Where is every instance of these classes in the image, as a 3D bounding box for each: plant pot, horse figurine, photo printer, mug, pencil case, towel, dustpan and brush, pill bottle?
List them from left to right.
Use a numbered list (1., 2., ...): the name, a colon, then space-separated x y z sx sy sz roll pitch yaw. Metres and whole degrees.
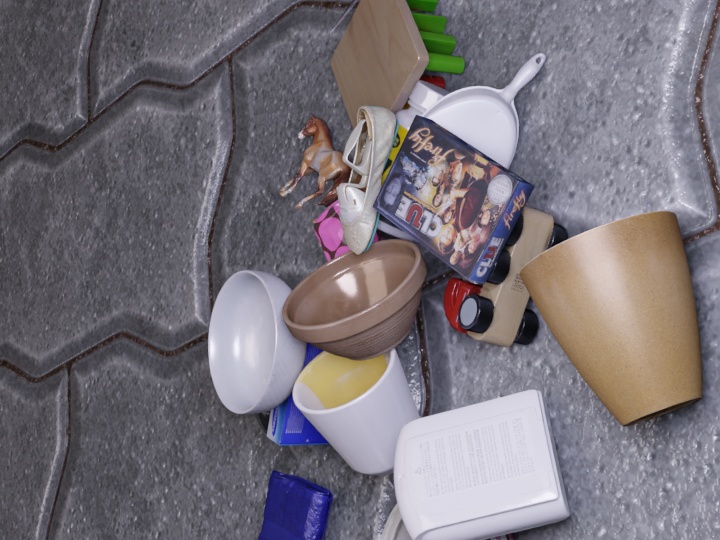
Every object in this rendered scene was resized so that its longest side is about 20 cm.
1. towel: -0.100 0.405 1.877 0.147 0.049 0.201 12 89 58
2. horse figurine: -0.062 -0.150 1.970 0.133 0.050 0.200 -51 35 4
3. pencil case: 0.000 0.000 1.810 0.094 0.091 0.201 -39 61 33
4. plant pot: 0.005 0.051 1.674 0.200 0.093 0.201 -23 24 11
5. mug: 0.016 0.179 1.719 0.149 0.154 0.187 -11 33 31
6. pill bottle: 0.079 -0.150 1.762 0.114 0.114 0.201 41 110 47
7. photo printer: 0.138 0.241 1.535 0.199 0.070 0.167 -16 50 11
8. dustpan and brush: 0.175 -0.207 1.684 0.200 0.139 0.057 -47 10 11
9. plant pot: 0.295 0.063 1.414 0.186 0.186 0.201 -31 70 41

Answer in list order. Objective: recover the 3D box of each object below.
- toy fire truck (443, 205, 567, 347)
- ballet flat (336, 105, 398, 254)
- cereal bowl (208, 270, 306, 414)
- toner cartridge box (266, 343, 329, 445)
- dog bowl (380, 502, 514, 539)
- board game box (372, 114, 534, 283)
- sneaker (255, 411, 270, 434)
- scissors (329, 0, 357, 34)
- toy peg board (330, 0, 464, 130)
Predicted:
1. toy fire truck: 0.144 -0.014 1.656 0.200 0.128 0.177 29 103 61
2. ballet flat: -0.003 -0.123 1.711 0.067 0.062 0.201 3 79 58
3. cereal bowl: -0.133 0.101 1.785 0.200 0.083 0.201 -9 79 57
4. toner cartridge box: -0.071 0.150 1.848 0.043 0.095 0.201 23 105 55
5. dog bowl: 0.114 0.369 1.608 0.200 0.074 0.201 -18 66 47
6. board game box: 0.111 -0.091 1.595 0.200 0.035 0.136 39 109 42
7. sneaker: -0.110 0.153 1.931 0.082 0.073 0.201 -3 77 51
8. scissors: 0.004 -0.425 1.931 0.200 0.014 0.073 -51 30 -12
9. toy peg board: 0.058 -0.301 1.864 0.199 0.097 0.201 -59 39 44
